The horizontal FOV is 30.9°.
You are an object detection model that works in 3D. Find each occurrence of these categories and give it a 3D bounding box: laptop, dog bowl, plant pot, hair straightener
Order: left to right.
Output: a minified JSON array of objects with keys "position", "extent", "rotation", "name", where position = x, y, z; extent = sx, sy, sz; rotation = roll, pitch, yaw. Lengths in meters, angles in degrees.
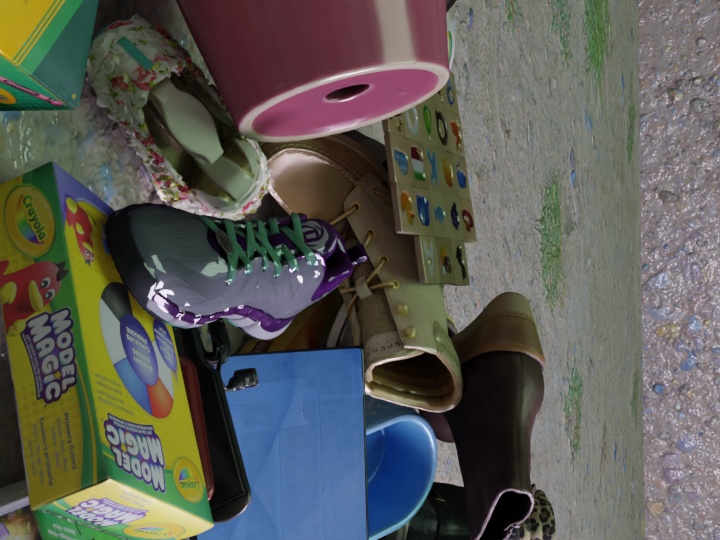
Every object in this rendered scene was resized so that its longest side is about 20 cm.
[{"position":[-0.098,0.054,0.769],"extent":[0.077,0.041,0.202],"rotation":[28,36,-52],"name":"hair straightener"},{"position":[-0.083,0.154,0.806],"extent":[0.200,0.114,0.190],"rotation":[-18,107,-68],"name":"laptop"},{"position":[-0.031,-0.180,0.750],"extent":[0.200,0.198,0.181],"rotation":[4,71,-69],"name":"plant pot"},{"position":[-0.021,0.153,0.943],"extent":[0.199,0.049,0.113],"rotation":[-16,113,-42],"name":"dog bowl"}]

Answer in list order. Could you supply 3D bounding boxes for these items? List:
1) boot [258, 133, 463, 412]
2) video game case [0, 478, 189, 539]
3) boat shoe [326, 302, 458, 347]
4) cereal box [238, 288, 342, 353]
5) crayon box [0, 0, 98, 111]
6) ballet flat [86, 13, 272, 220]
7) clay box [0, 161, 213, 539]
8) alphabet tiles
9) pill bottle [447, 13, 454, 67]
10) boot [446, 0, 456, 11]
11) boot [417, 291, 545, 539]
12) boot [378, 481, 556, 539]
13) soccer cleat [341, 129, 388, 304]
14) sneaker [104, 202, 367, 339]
[{"position":[0.000,0.000,0.914],"extent":[0.200,0.072,0.157],"rotation":[42,30,-38],"name":"boot"},{"position":[-0.158,0.197,0.687],"extent":[0.199,0.023,0.185],"rotation":[-14,104,-57],"name":"video game case"},{"position":[0.029,0.051,1.047],"extent":[0.073,0.059,0.200],"rotation":[-64,163,6],"name":"boat shoe"},{"position":[-0.043,0.128,1.015],"extent":[0.144,0.039,0.202],"rotation":[-53,140,-57],"name":"cereal box"},{"position":[-0.190,-0.165,0.581],"extent":[0.200,0.057,0.120],"rotation":[40,54,-64],"name":"crayon box"},{"position":[-0.101,-0.076,0.801],"extent":[0.076,0.064,0.200],"rotation":[-48,145,-5],"name":"ballet flat"},{"position":[-0.130,0.058,0.666],"extent":[0.115,0.047,0.202],"rotation":[46,24,-62],"name":"clay box"},{"position":[0.048,-0.090,0.942],"extent":[0.166,0.006,0.203],"rotation":[2,79,-68],"name":"alphabet tiles"},{"position":[-0.006,-0.172,0.996],"extent":[0.200,0.111,0.114],"rotation":[-27,116,-67],"name":"pill bottle"},{"position":[-0.002,-0.267,0.944],"extent":[0.064,0.199,0.187],"rotation":[-50,-178,16],"name":"boot"},{"position":[0.082,0.130,0.967],"extent":[0.201,0.071,0.168],"rotation":[114,-15,-55],"name":"boot"},{"position":[0.078,0.212,1.122],"extent":[0.200,0.148,0.074],"rotation":[130,-35,-83],"name":"boot"},{"position":[-0.008,-0.036,1.065],"extent":[0.070,0.086,0.201],"rotation":[-33,150,-32],"name":"soccer cleat"},{"position":[-0.066,-0.015,0.737],"extent":[0.075,0.087,0.200],"rotation":[64,15,15],"name":"sneaker"}]
